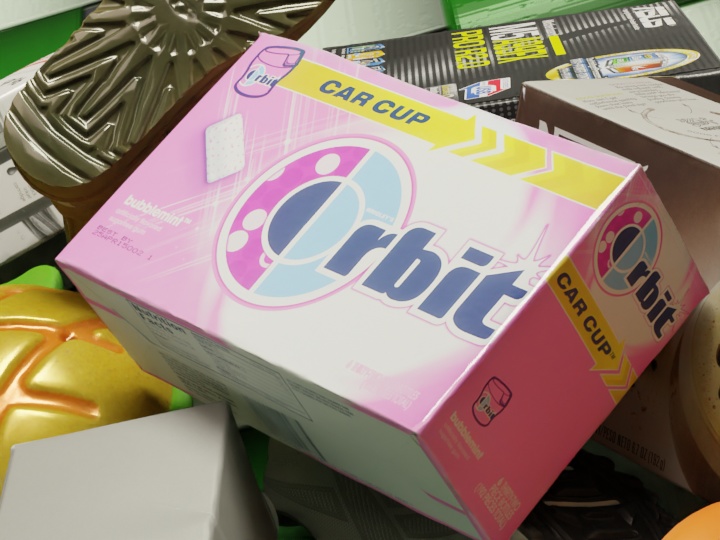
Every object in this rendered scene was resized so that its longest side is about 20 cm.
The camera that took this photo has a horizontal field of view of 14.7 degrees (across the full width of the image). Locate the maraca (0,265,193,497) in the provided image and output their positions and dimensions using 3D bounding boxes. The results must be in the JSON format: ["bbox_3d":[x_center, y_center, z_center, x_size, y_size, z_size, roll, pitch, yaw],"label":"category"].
[{"bbox_3d":[-0.138,0.056,1.055,0.137,0.107,0.200,-29,32,-14],"label":"maraca"}]

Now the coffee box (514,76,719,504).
[{"bbox_3d":[0.136,0.015,0.939,0.080,0.113,0.200,-5,23,-38],"label":"coffee box"}]

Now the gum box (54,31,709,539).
[{"bbox_3d":[0.000,0.000,0.932,0.200,0.066,0.114,23,66,44],"label":"gum box"}]

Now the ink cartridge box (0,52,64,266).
[{"bbox_3d":[-0.159,-0.044,1.231,0.200,0.068,0.116,-30,10,-19],"label":"ink cartridge box"}]

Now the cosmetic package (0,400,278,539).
[{"bbox_3d":[-0.071,0.143,0.882,0.090,0.107,0.200,-13,29,7],"label":"cosmetic package"}]

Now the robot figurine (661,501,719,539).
[{"bbox_3d":[0.161,0.106,0.800,0.199,0.144,0.117,-16,19,-3],"label":"robot figurine"}]

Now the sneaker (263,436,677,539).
[{"bbox_3d":[0.037,0.090,0.949,0.074,0.080,0.200,5,17,-40],"label":"sneaker"}]

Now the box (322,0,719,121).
[{"bbox_3d":[0.061,-0.066,1.128,0.160,0.044,0.200,-8,13,3],"label":"box"}]

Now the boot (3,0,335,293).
[{"bbox_3d":[-0.060,-0.067,1.104,0.175,0.200,0.066,-39,75,-6],"label":"boot"}]
